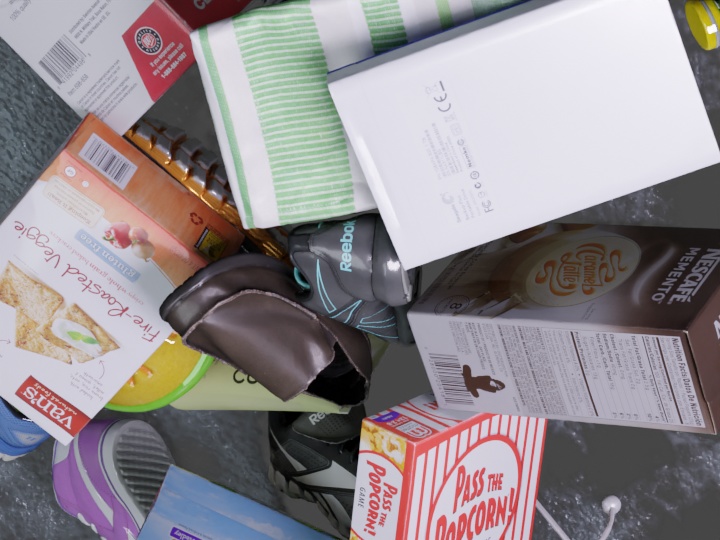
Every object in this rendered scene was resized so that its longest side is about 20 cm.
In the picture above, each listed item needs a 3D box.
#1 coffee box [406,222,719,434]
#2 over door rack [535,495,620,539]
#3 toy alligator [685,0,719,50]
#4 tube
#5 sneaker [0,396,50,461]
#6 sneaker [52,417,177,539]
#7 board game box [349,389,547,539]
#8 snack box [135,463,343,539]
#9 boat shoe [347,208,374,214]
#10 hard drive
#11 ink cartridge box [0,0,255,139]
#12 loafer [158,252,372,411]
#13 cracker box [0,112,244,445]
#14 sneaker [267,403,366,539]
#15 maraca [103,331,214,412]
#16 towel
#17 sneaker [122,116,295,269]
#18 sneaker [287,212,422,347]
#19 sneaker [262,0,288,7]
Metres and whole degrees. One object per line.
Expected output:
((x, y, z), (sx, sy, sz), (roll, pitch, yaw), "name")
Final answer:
((0.147, 0.032, 1.569), (0.200, 0.114, 0.080), (3, 125, 35), "coffee box")
((0.126, 0.202, 1.784), (0.200, 0.067, 0.148), (39, 142, 24), "over door rack")
((0.193, -0.190, 1.385), (0.054, 0.059, 0.200), (-126, 12, -60), "toy alligator")
((-0.061, 0.072, 1.807), (0.200, 0.052, 0.058), (-2, 85, 45), "tube")
((-0.303, 0.058, 1.984), (0.089, 0.079, 0.200), (-24, 117, 40), "sneaker")
((-0.178, 0.205, 2.018), (0.114, 0.073, 0.201), (-6, 111, 45), "sneaker")
((0.054, 0.173, 1.666), (0.046, 0.151, 0.201), (22, 118, 34), "board game box")
((-0.044, 0.218, 1.839), (0.168, 0.068, 0.200), (22, 173, 26), "snack box")
((-0.009, -0.074, 1.629), (0.200, 0.068, 0.072), (-14, 116, 44), "boat shoe")
((0.097, -0.090, 1.483), (0.199, 0.025, 0.132), (-19, 117, 8), "hard drive")
((-0.181, -0.202, 1.636), (0.200, 0.084, 0.144), (45, 140, -6), "ink cartridge box")
((-0.049, 0.044, 1.655), (0.073, 0.200, 0.071), (-42, 57, 23), "loafer")
((-0.189, 0.009, 1.698), (0.134, 0.058, 0.200), (38, 124, -9), "cracker box")
((-0.009, 0.133, 1.791), (0.200, 0.066, 0.091), (23, 132, 52), "sneaker")
((-0.177, 0.036, 1.819), (0.200, 0.107, 0.138), (-13, 78, 35), "maraca")
((0.009, -0.100, 1.514), (0.199, 0.023, 0.153), (-8, 123, 11), "towel")
((-0.107, -0.027, 1.723), (0.200, 0.078, 0.077), (43, 106, -2), "sneaker")
((0.000, 0.000, 1.635), (0.079, 0.076, 0.200), (2, 165, 5), "sneaker")
((-0.028, -0.175, 1.541), (0.200, 0.085, 0.077), (43, 140, -2), "sneaker")
